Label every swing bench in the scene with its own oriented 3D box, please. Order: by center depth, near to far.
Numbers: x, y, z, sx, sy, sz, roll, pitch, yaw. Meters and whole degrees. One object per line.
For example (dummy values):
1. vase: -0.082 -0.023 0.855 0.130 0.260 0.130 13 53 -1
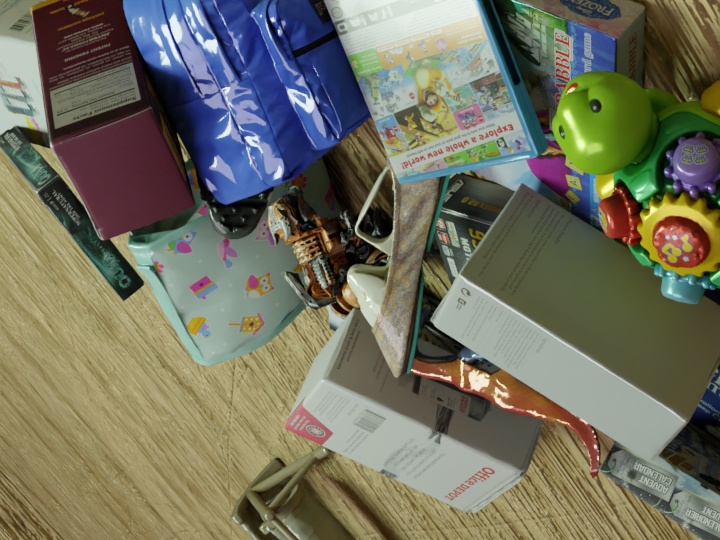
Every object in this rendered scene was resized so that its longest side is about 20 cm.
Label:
1. swing bench: -0.055 0.353 1.904 0.199 0.130 0.200 47 153 -7

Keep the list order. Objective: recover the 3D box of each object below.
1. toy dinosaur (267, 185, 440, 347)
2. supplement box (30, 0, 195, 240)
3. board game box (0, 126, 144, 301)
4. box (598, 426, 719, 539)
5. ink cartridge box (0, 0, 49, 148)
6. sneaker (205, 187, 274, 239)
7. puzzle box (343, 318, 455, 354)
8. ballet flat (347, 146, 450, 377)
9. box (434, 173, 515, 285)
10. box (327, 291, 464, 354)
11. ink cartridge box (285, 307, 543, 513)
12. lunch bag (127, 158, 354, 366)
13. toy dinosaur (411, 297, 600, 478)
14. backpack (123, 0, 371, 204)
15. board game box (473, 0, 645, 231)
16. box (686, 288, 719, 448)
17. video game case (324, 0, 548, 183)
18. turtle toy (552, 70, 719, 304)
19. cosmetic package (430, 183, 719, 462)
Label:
1. toy dinosaur: 0.000 0.000 1.330 0.102 0.136 0.200 6 135 48
2. supplement box: -0.207 -0.138 1.194 0.200 0.085 0.111 -110 1 -45
3. board game box: -0.279 -0.058 1.368 0.135 0.028 0.200 55 171 -29
4. box: 0.282 0.175 1.173 0.137 0.040 0.200 32 -169 21
5. ink cartridge box: -0.283 -0.213 1.402 0.200 0.145 0.145 18 145 40
6. sneaker: -0.104 -0.117 1.293 0.066 0.201 0.091 2 163 -3
7. puzzle box: 0.063 0.109 1.441 0.200 0.025 0.133 40 152 7
8. ballet flat: 0.025 -0.013 1.174 0.067 0.201 0.068 10 -168 -3
9. box: 0.152 0.021 1.250 0.158 0.048 0.200 20 145 38
10. box: 0.050 0.061 1.457 0.200 0.035 0.110 30 150 25
11. ink cartridge box: 0.050 0.132 1.317 0.199 0.085 0.146 27 152 -5
12. lunch bag: -0.119 -0.026 1.376 0.122 0.200 0.171 27 150 42
13. toy dinosaur: 0.108 0.075 1.185 0.181 0.200 0.105 -4 117 14
14. backpack: -0.075 -0.186 1.158 0.167 0.163 0.201 -19 107 38
15. board game box: 0.116 -0.141 1.080 0.199 0.041 0.200 27 148 29
16. box: 0.295 0.074 1.153 0.121 0.032 0.200 35 150 16
17. video game case: 0.045 -0.166 1.049 0.143 0.018 0.201 -8 110 46
18. turtle toy: 0.212 -0.058 0.967 0.200 0.101 0.146 45 135 -5
19. cosmetic package: 0.171 0.039 1.094 0.200 0.113 0.081 35 147 6
